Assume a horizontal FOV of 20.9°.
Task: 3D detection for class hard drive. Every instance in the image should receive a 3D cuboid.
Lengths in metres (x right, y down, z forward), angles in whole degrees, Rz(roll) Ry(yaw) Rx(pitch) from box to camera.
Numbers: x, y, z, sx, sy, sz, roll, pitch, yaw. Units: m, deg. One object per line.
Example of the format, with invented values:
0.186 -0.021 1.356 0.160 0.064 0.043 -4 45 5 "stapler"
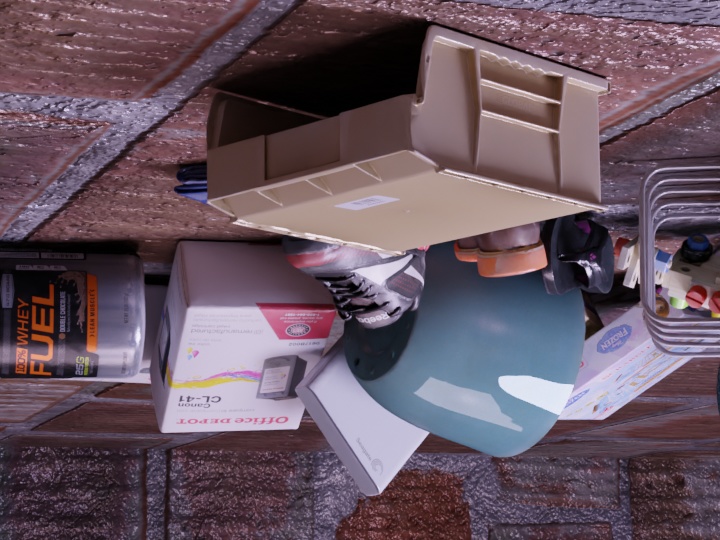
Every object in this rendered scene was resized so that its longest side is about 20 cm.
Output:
0.031 0.103 1.888 0.027 0.132 0.200 -13 -153 46 "hard drive"

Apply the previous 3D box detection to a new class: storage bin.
0.030 -0.082 1.308 0.200 0.094 0.198 -11 165 43 "storage bin"

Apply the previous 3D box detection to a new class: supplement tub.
-0.304 0.040 1.816 0.200 0.123 0.123 0 169 -11 "supplement tub"

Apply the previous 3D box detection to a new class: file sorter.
0.297 -0.005 1.617 0.124 0.139 0.200 -1 169 10 "file sorter"

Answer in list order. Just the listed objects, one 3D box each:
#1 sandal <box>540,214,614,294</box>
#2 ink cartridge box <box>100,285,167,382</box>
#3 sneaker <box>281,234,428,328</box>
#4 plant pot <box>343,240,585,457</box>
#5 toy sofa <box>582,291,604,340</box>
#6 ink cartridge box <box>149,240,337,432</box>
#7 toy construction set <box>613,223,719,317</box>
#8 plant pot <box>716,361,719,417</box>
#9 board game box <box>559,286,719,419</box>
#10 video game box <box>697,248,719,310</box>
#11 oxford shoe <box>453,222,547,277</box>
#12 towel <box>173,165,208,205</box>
0.203 -0.016 1.725 0.048 0.075 0.200 -1 179 23 "sandal"
-0.211 0.068 2.030 0.200 0.086 0.148 5 167 -23 "ink cartridge box"
0.000 0.000 1.644 0.071 0.098 0.200 -2 178 28 "sneaker"
0.083 0.059 1.800 0.161 0.201 0.201 16 161 -30 "plant pot"
0.187 0.040 2.024 0.083 0.098 0.200 -30 162 12 "toy sofa"
-0.114 0.066 1.866 0.147 0.086 0.200 0 139 -15 "ink cartridge box"
0.321 0.024 1.766 0.200 0.131 0.092 31 130 11 "toy construction set"
0.437 0.112 1.958 0.200 0.200 0.135 4 -152 -26 "plant pot"
0.291 0.091 2.087 0.200 0.041 0.199 -38 160 20 "board game box"
0.442 0.004 1.920 0.200 0.047 0.182 -1 172 0 "video game box"
0.114 -0.044 1.604 0.071 0.073 0.200 -10 -172 -6 "oxford shoe"
-0.031 -0.067 1.556 0.200 0.024 0.147 -3 171 21 "towel"
